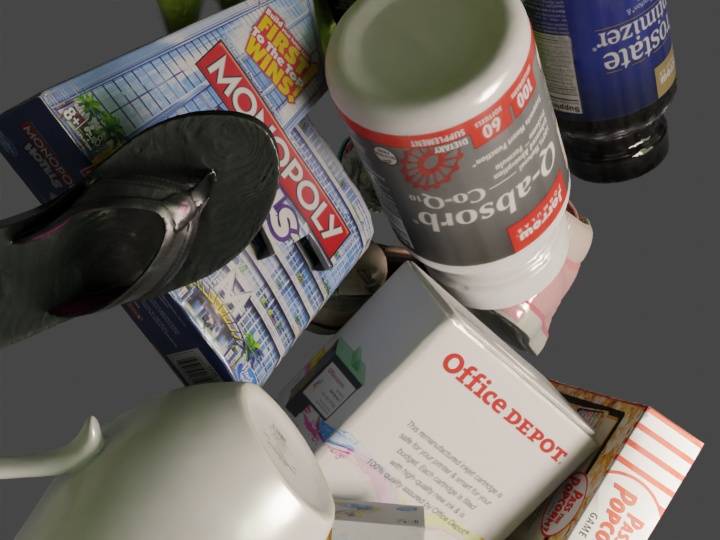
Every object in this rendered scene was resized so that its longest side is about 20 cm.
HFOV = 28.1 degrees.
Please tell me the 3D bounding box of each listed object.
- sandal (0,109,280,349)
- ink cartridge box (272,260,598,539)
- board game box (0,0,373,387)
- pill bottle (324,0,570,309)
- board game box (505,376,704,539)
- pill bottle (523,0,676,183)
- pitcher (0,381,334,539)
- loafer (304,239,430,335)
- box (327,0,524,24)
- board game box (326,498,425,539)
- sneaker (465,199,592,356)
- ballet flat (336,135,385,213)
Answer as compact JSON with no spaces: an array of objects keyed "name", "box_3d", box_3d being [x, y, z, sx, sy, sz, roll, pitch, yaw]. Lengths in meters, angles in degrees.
[{"name":"sandal","box_3d":[-0.124,-0.007,0.667,0.199,0.048,0.076,-26,111,4]},{"name":"ink cartridge box","box_3d":[0.020,0.117,0.867,0.200,0.084,0.145,-46,120,8]},{"name":"board game box","box_3d":[-0.067,-0.061,0.779,0.200,0.061,0.200,54,49,-19]},{"name":"pill bottle","box_3d":[0.060,-0.070,0.842,0.116,0.115,0.200,-60,148,-23]},{"name":"board game box","box_3d":[0.126,0.151,0.928,0.046,0.200,0.152,33,85,-9]},{"name":"pill bottle","box_3d":[0.180,-0.172,1.090,0.112,0.111,0.201,-48,135,-35]},{"name":"pitcher","box_3d":[-0.129,0.125,0.701,0.199,0.121,0.172,-34,119,8]},{"name":"loafer","box_3d":[0.000,0.000,0.914,0.063,0.072,0.200,-42,153,20]},{"name":"box","box_3d":[0.067,-0.245,0.899,0.200,0.122,0.106,-51,137,-31]},{"name":"board game box","box_3d":[-0.068,0.192,0.799,0.034,0.198,0.136,-84,178,-79]},{"name":"sneaker","box_3d":[0.118,-0.002,1.023,0.105,0.075,0.200,-62,174,-5]},{"name":"ballet flat","box_3d":[0.059,-0.058,0.999,0.199,0.064,0.076,2,97,-55]}]
